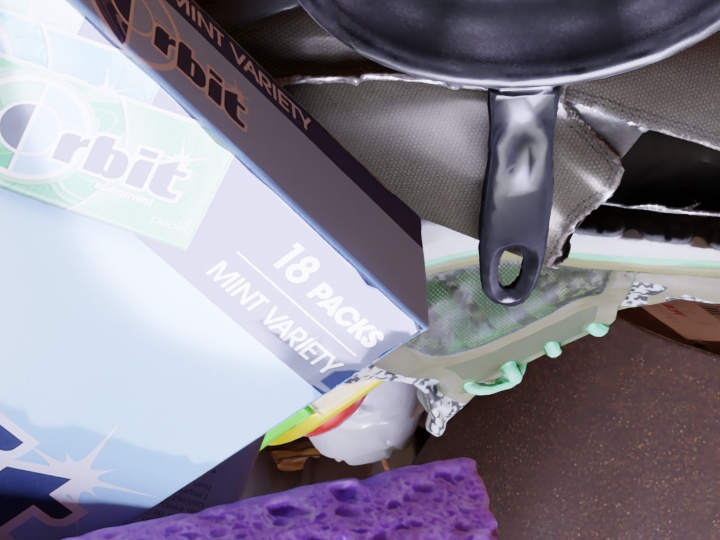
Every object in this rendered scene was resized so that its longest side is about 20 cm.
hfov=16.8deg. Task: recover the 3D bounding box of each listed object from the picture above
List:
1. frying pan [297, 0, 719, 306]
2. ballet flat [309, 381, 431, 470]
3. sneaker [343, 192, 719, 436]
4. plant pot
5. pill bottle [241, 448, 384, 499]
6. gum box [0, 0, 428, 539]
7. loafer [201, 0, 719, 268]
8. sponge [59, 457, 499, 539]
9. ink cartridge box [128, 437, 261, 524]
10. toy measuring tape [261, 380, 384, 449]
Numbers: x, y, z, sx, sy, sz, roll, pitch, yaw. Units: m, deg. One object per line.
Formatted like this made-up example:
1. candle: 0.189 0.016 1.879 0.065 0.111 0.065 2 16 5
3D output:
1. frying pan: 0.052 -0.061 0.549 0.115 0.031 0.190 -15 146 16
2. ballet flat: 0.012 0.047 0.922 0.069 0.070 0.200 -12 162 22
3. sneaker: 0.036 0.005 0.715 0.199 0.077 0.089 0 125 4
4. plant pot: 0.086 0.102 0.877 0.187 0.200 0.187 16 -163 -5
5. pill bottle: -0.086 0.137 1.102 0.199 0.120 0.120 -7 164 6
6. gum box: -0.115 0.002 0.524 0.200 0.045 0.170 -34 121 22
7. loafer: 0.041 -0.039 0.627 0.199 0.070 0.075 -3 164 -7
8. sponge: -0.071 0.098 0.569 0.200 0.030 0.112 -9 150 -23
9. ink cartridge box: -0.110 0.037 0.617 0.161 0.050 0.200 14 128 -11
10. toy measuring tape: 0.000 0.000 0.793 0.200 0.074 0.074 -36 152 21
